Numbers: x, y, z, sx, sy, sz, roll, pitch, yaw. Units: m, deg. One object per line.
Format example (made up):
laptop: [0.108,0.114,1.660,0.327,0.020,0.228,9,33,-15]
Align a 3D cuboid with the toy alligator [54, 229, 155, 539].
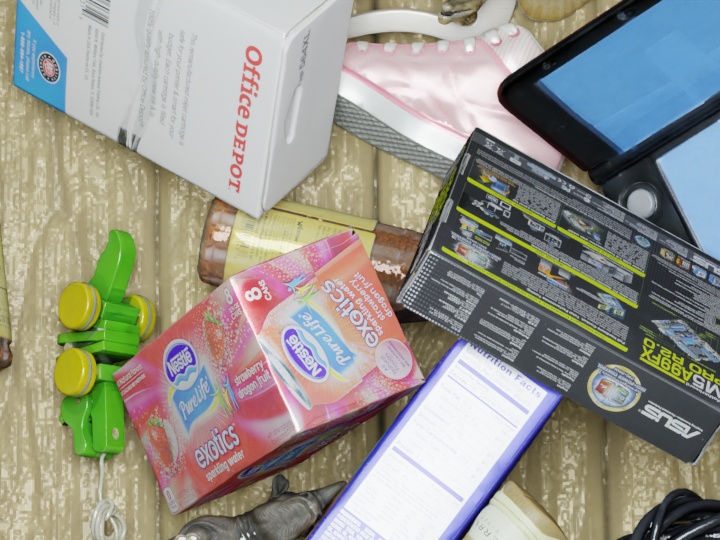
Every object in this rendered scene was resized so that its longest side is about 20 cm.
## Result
toy alligator: [-0.170,0.075,1.715,0.054,0.059,0.201,-7,77,43]

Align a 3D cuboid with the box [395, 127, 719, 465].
box: [0.131,0.012,1.610,0.199,0.160,0.044,28,123,-4]

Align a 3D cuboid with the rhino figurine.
rhino figurine: [-0.094,0.181,1.672,0.199,0.087,0.060,-33,88,-4]

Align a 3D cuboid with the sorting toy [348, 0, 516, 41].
sorting toy: [0.035,-0.236,1.756,0.199,0.107,0.181,3,99,3]

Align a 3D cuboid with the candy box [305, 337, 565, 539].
candy box: [0.031,0.138,1.635,0.077,0.169,0.200,37,82,5]

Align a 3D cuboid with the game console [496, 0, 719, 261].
game console: [0.214,-0.083,1.641,0.200,0.118,0.173,-32,76,26]

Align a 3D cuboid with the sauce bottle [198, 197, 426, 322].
sauce bottle: [0.000,0.000,1.707,0.199,0.066,0.066,14,80,6]

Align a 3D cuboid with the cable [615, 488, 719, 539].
cable: [0.229,0.230,1.671,0.162,0.051,0.201,-11,79,0]

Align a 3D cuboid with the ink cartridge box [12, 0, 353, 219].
ink cartridge box: [-0.111,-0.146,1.679,0.199,0.147,0.084,28,44,19]

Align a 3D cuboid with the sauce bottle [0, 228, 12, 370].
sauce bottle: [-0.262,-0.033,1.731,0.066,0.066,0.201,-9,78,0]

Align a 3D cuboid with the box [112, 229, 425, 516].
box: [-0.059,0.063,1.625,0.094,0.200,0.103,-20,82,-31]

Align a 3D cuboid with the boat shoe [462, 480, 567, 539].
boat shoe: [0.093,0.195,1.611,0.066,0.200,0.074,-38,55,-11]

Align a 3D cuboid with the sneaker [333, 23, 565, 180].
sneaker: [0.049,-0.123,1.733,0.199,0.075,0.105,27,80,3]

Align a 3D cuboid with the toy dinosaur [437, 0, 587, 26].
toy dinosaur: [0.140,-0.203,1.740,0.199,0.102,0.058,-7,39,-14]
